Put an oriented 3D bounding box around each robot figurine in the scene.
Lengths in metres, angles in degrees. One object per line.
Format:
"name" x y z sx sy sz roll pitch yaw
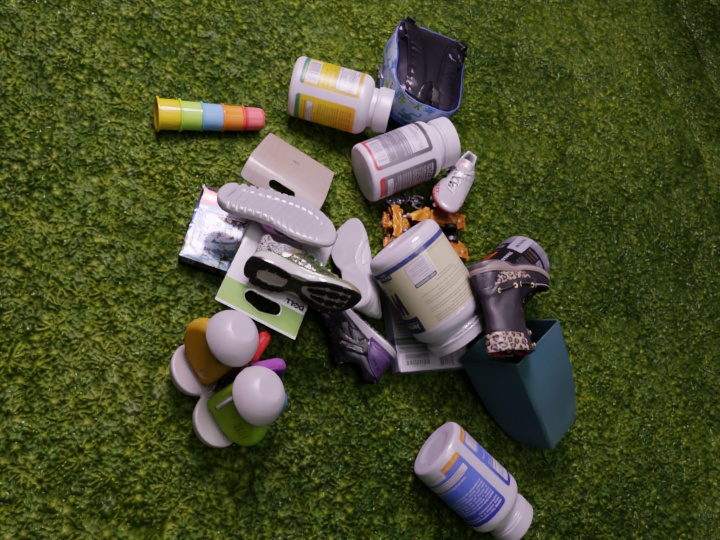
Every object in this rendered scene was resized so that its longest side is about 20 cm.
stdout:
"robot figurine" 0.123 -0.074 1.163 0.195 0.058 0.149 9 67 -22

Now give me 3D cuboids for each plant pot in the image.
"plant pot" 0.308 0.216 1.078 0.140 0.140 0.204 -33 105 -33

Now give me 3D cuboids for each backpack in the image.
"backpack" 0.124 -0.391 1.234 0.179 0.147 0.205 16 61 -18

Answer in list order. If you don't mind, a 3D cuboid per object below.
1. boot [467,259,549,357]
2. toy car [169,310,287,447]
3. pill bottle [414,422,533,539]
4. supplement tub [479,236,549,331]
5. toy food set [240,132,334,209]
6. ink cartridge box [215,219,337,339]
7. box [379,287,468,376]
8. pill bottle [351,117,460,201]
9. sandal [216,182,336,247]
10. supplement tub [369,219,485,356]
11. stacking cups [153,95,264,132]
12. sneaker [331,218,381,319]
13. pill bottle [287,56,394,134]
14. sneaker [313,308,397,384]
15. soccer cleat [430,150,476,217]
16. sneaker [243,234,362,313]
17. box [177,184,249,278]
"boot" 0.264 0.067 0.990 0.197 0.072 0.155 10 67 -42
"toy car" -0.181 0.157 0.888 0.149 0.174 0.204 -17 76 -53
"pill bottle" 0.196 0.368 0.996 0.200 0.112 0.112 44 60 -3
"supplement tub" 0.278 0.026 1.144 0.199 0.122 0.124 -34 86 -39
"toy food set" -0.127 -0.166 1.039 0.141 0.061 0.201 31 24 -11
"ink cartridge box" -0.142 -0.001 0.963 0.145 0.076 0.204 28 64 -13
"box" 0.118 0.090 1.108 0.152 0.041 0.206 -1 72 -25
"pill bottle" 0.090 -0.223 1.149 0.196 0.114 0.116 -22 80 -14
"sandal" -0.132 -0.083 0.927 0.198 0.050 0.083 23 46 -1
"supplement tub" 0.123 0.031 1.020 0.144 0.144 0.202 -38 96 -30
"stacking cups" -0.276 -0.284 1.071 0.195 0.060 0.062 -6 73 -30
"sneaker" 0.000 0.000 1.082 0.088 0.074 0.204 40 33 -48
"pill bottle" -0.036 -0.335 1.137 0.194 0.113 0.115 14 64 -1
"sneaker" -0.033 0.115 1.015 0.199 0.076 0.088 40 73 2
"soccer cleat" 0.195 -0.180 1.184 0.068 0.086 0.201 34 35 0
"sneaker" -0.081 -0.003 0.913 0.196 0.077 0.090 24 47 -21
"box" -0.203 -0.048 1.018 0.196 0.040 0.140 20 65 -16
